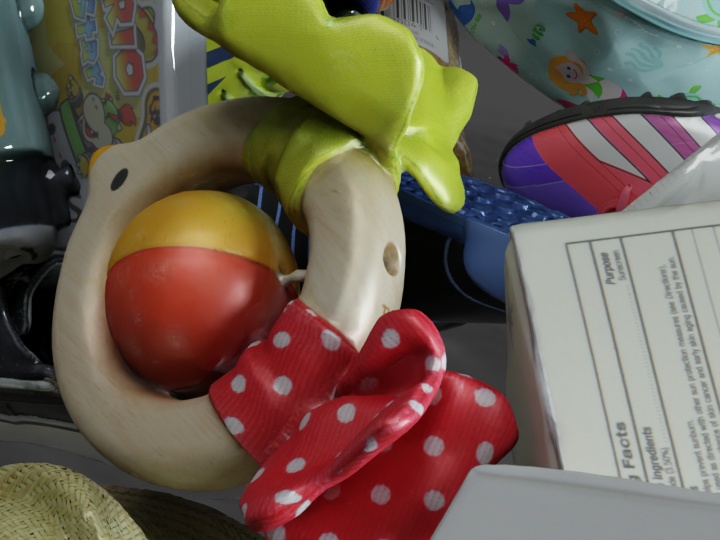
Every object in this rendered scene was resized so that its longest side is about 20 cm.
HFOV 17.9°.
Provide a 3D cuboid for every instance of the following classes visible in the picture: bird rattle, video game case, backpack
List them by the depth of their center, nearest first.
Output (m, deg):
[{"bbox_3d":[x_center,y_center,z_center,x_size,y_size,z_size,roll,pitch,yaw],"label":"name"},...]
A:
[{"bbox_3d":[-0.026,0.011,0.719,0.162,0.112,0.202,-12,72,34],"label":"bird rattle"},{"bbox_3d":[-0.126,-0.108,0.840,0.181,0.202,0.023,4,7,42],"label":"video game case"},{"bbox_3d":[0.133,-0.152,0.924,0.177,0.151,0.200,36,57,9],"label":"backpack"}]

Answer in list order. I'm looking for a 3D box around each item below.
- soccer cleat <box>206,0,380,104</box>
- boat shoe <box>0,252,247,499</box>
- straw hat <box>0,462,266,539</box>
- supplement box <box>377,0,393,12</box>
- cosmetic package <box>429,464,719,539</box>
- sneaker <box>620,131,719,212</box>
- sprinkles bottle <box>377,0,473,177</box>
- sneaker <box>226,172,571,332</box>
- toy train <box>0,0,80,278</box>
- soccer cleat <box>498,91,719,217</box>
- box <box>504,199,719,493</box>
[{"bbox_3d":[-0.037,-0.089,0.856,0.084,0.200,0.065,41,52,7],"label":"soccer cleat"},{"bbox_3d":[-0.115,0.024,0.811,0.199,0.068,0.072,15,45,21],"label":"boat shoe"},{"bbox_3d":[-0.098,0.108,0.699,0.199,0.086,0.202,-3,40,2],"label":"straw hat"},{"bbox_3d":[0.018,-0.188,0.940,0.066,0.069,0.200,25,36,1],"label":"supplement box"},{"bbox_3d":[0.075,0.177,0.503,0.164,0.165,0.200,5,45,35],"label":"cosmetic package"},{"bbox_3d":[0.173,-0.034,0.764,0.089,0.200,0.075,51,28,3],"label":"sneaker"},{"bbox_3d":[0.007,-0.098,0.939,0.068,0.069,0.201,-4,41,2],"label":"sprinkles bottle"},{"bbox_3d":[0.000,0.000,0.809,0.199,0.079,0.070,20,14,38],"label":"sneaker"},{"bbox_3d":[-0.164,-0.084,0.785,0.113,0.085,0.202,-13,80,0],"label":"toy train"},{"bbox_3d":[0.142,-0.014,0.836,0.198,0.068,0.074,9,57,17],"label":"soccer cleat"},{"bbox_3d":[0.150,0.055,0.705,0.198,0.109,0.129,-7,51,-2],"label":"box"}]
